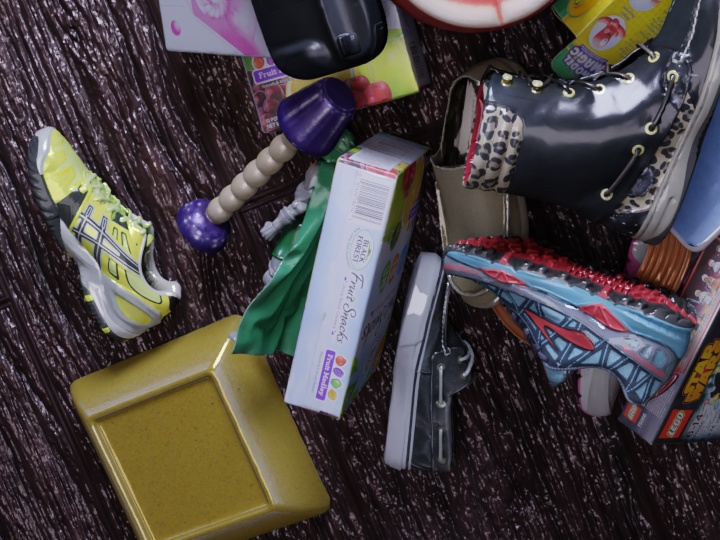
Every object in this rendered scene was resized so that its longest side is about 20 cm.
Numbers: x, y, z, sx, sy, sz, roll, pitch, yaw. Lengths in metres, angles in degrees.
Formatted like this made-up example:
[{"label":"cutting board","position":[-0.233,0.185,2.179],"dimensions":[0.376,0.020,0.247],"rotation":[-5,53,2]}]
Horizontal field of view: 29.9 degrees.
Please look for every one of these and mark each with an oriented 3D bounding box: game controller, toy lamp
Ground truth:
[{"label":"game controller","position":[-0.049,-0.237,0.963],"dimensions":[0.104,0.042,0.201],"rotation":[-7,105,44]},{"label":"toy lamp","position":[-0.076,-0.085,1.101],"dimensions":[0.058,0.058,0.200],"rotation":[48,129,0]}]

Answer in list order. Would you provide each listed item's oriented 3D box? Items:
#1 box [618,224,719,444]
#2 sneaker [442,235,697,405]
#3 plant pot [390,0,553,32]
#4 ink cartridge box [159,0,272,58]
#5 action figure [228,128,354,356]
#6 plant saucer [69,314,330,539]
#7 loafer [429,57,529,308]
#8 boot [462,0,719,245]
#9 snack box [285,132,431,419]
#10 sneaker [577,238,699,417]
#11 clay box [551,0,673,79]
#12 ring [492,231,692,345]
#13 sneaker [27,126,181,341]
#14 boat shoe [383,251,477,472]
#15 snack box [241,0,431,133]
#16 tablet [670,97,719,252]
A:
[{"label":"box","position":[0.290,0.039,1.033],"dimensions":[0.040,0.136,0.201],"rotation":[39,115,41]},{"label":"sneaker","position":[0.141,0.038,0.997],"dimensions":[0.199,0.079,0.096],"rotation":[23,109,27]},{"label":"plant pot","position":[0.081,-0.256,0.949],"dimensions":[0.199,0.178,0.202],"rotation":[1,110,3]},{"label":"ink cartridge box","position":[-0.089,-0.263,1.025],"dimensions":[0.199,0.043,0.198],"rotation":[11,115,44]},{"label":"action figure","position":[-0.049,-0.027,1.136],"dimensions":[0.054,0.118,0.201],"rotation":[27,100,20]},{"label":"plant saucer","position":[-0.156,0.167,1.229],"dimensions":[0.199,0.048,0.201],"rotation":[-22,96,19]},{"label":"loafer","position":[0.090,-0.070,1.076],"dimensions":[0.075,0.068,0.202],"rotation":[3,92,43]},{"label":"boot","position":[0.163,-0.129,0.925],"dimensions":[0.152,0.074,0.205],"rotation":[13,105,-3]},{"label":"snack box","position":[0.000,0.000,1.088],"dimensions":[0.053,0.142,0.202],"rotation":[17,107,11]},{"label":"sneaker","position":[0.236,0.035,1.074],"dimensions":[0.088,0.081,0.201],"rotation":[26,109,9]},{"label":"clay box","position":[0.228,-0.206,0.976],"dimensions":[0.200,0.115,0.048],"rotation":[-44,46,19]},{"label":"ring","position":[0.175,-0.031,1.058],"dimensions":[0.199,0.019,0.202],"rotation":[-11,74,41]},{"label":"sneaker","position":[-0.225,-0.040,1.191],"dimensions":[0.076,0.075,0.201],"rotation":[-23,107,11]},{"label":"boat shoe","position":[0.065,0.079,1.145],"dimensions":[0.070,0.072,0.201],"rotation":[8,115,4]},{"label":"snack box","position":[-0.037,-0.226,1.098],"dimensions":[0.141,0.053,0.202],"rotation":[-13,99,17]},{"label":"tablet","position":[0.264,-0.125,0.953],"dimensions":[0.130,0.014,0.200],"rotation":[49,113,15]}]
